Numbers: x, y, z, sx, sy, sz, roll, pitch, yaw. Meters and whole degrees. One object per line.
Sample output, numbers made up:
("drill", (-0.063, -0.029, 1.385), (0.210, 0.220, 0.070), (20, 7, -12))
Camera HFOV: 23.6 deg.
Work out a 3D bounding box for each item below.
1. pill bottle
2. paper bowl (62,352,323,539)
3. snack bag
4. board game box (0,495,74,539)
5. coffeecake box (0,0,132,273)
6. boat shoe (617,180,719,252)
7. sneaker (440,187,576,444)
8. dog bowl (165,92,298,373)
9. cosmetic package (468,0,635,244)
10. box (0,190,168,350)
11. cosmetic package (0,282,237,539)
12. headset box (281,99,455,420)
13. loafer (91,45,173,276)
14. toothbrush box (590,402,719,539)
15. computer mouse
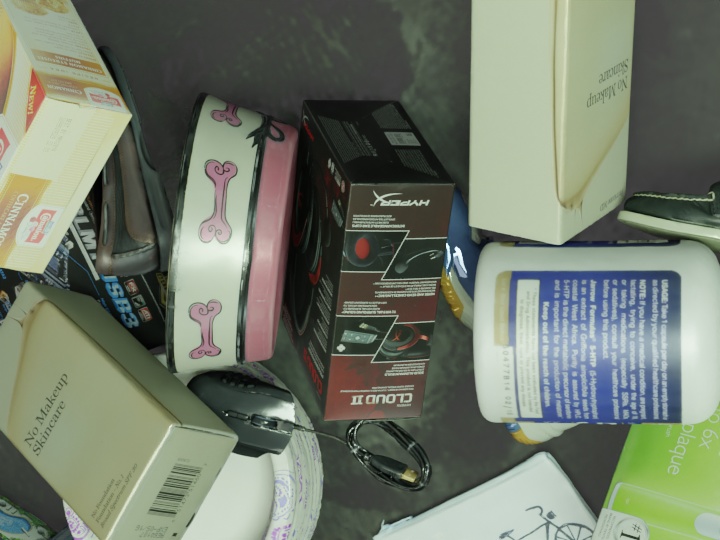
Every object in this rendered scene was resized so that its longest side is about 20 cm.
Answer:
("pill bottle", (0.178, 0.040, 1.109), (0.200, 0.120, 0.120), (0, 112, 12))
("paper bowl", (-0.123, 0.162, 1.343), (0.200, 0.104, 0.201), (0, 89, 23))
("snack bag", (0.129, 0.249, 1.328), (0.188, 0.021, 0.200), (-31, 96, 33))
("board game box", (-0.281, 0.277, 1.518), (0.200, 0.062, 0.200), (33, 121, 10))
("coffeecake box", (-0.261, -0.123, 1.260), (0.154, 0.073, 0.200), (-55, 47, 28))
("boat shoe", (0.266, -0.042, 1.109), (0.199, 0.074, 0.066), (9, 87, 32))
("sneaker", (0.112, 0.020, 1.218), (0.088, 0.075, 0.200), (-25, 101, 14))
("dog bowl", (-0.089, -0.023, 1.221), (0.074, 0.200, 0.200), (6, 116, -1))
("cosmetic package", (0.124, -0.130, 1.112), (0.073, 0.103, 0.200), (13, 118, 31))
("box", (-0.253, -0.012, 1.385), (0.198, 0.050, 0.200), (-21, 100, 31))
("cosmetic package", (-0.190, 0.104, 1.251), (0.200, 0.073, 0.104), (36, 101, 38))
("headset box", (0.000, 0.000, 1.201), (0.075, 0.149, 0.200), (-1, 118, -15))
("loafer", (-0.185, -0.082, 1.254), (0.072, 0.063, 0.200), (97, 154, -56))
("toothbrush box", (0.269, 0.161, 1.134), (0.200, 0.146, 0.086), (16, 154, 20))
("computer mouse", (-0.043, 0.117, 1.238), (0.200, 0.034, 0.059), (14, 94, 21))
